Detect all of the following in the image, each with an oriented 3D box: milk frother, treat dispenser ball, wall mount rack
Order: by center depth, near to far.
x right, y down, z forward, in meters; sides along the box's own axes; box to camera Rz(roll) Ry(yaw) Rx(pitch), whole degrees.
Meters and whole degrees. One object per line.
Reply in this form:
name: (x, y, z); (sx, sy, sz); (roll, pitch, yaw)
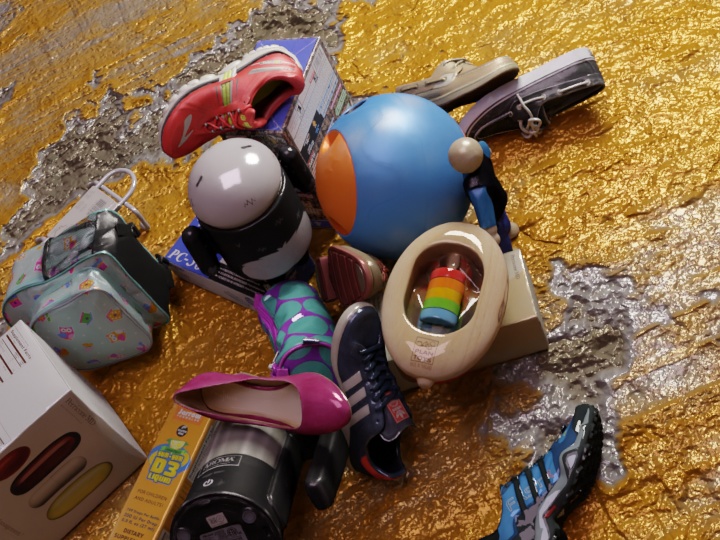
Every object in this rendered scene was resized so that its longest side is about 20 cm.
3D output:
milk frother: (-0.092, 0.273, 1.145); (0.177, 0.203, 0.189); (-2, 22, 8)
treat dispenser ball: (0.043, -0.116, 1.306); (0.198, 0.202, 0.203); (-12, 53, 16)
wall mount rack: (-0.408, -0.068, 1.558); (0.173, 0.075, 0.200); (32, 73, 33)

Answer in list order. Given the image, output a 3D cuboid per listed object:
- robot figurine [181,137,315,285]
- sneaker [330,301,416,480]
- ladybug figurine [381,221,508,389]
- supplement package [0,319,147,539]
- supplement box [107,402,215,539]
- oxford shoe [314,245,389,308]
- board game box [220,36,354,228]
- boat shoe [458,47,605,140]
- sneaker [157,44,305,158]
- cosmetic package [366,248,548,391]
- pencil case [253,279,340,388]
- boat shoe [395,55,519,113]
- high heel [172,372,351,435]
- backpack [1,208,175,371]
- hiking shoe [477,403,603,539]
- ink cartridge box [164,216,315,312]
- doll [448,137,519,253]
robot figurine: (-0.133, -0.070, 1.294); (0.123, 0.201, 0.152); (0, 55, 22)
sneaker: (0.021, 0.135, 1.151); (0.074, 0.203, 0.084); (-21, 25, -36)
ladybug figurine: (0.093, 0.042, 1.155); (0.134, 0.072, 0.202); (12, 60, 18)
supplement package: (-0.405, 0.213, 1.275); (0.200, 0.192, 0.147); (-43, 52, -9)
supplement box: (-0.226, 0.261, 1.244); (0.066, 0.069, 0.202); (8, 58, 26)
oxford shoe: (0.000, 0.000, 1.222); (0.074, 0.072, 0.200); (-12, 5, -14)
board game box: (-0.082, -0.180, 1.406); (0.095, 0.201, 0.161); (3, 57, 26)
boat shoe: (0.224, -0.211, 1.380); (0.197, 0.074, 0.069); (-26, 69, 12)
sneaker: (-0.155, -0.196, 1.273); (0.199, 0.077, 0.085); (-35, 54, -1)
cosmetic package: (0.110, 0.060, 1.235); (0.197, 0.071, 0.106); (-19, 51, 11)
pencil case: (-0.072, 0.082, 1.247); (0.091, 0.086, 0.200); (8, 18, -15)
boat shoe: (0.122, -0.250, 1.405); (0.199, 0.072, 0.066); (-19, 85, 46)
high heel: (-0.104, 0.139, 1.106); (0.198, 0.095, 0.069); (13, 105, 41)
backpack: (-0.366, 0.040, 1.393); (0.197, 0.176, 0.155); (-16, 49, 20)
hiking shoe: (0.185, 0.219, 1.087); (0.086, 0.075, 0.202); (15, 64, 31)
ink cartridge box: (-0.164, -0.010, 1.423); (0.198, 0.044, 0.095); (20, 65, 33)
doll: (0.147, -0.082, 1.235); (0.048, 0.201, 0.138); (-11, 52, 16)
